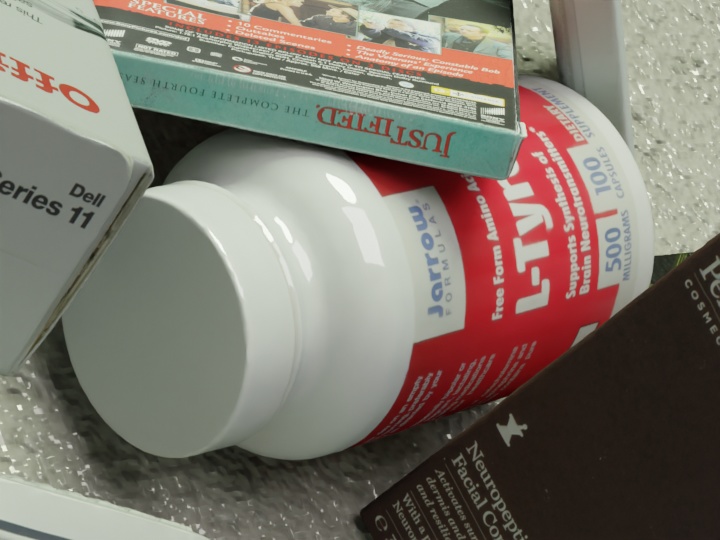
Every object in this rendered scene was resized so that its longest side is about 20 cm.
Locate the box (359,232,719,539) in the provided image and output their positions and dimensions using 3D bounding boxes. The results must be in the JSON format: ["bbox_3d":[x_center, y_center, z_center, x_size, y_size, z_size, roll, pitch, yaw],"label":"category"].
[{"bbox_3d":[0.099,0.071,0.918,0.075,0.200,0.100,-13,69,-46],"label":"box"}]

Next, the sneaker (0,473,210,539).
[{"bbox_3d":[-0.139,0.079,0.752,0.200,0.078,0.080,21,85,-22],"label":"sneaker"}]

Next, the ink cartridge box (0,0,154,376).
[{"bbox_3d":[-0.156,-0.073,0.839,0.146,0.083,0.200,25,21,-27],"label":"ink cartridge box"}]

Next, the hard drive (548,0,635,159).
[{"bbox_3d":[0.085,-0.100,1.070,0.026,0.200,0.132,-7,53,5],"label":"hard drive"}]

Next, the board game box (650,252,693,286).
[{"bbox_3d":[0.143,0.080,1.044,0.105,0.023,0.200,-7,58,-38],"label":"board game box"}]

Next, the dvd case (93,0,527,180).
[{"bbox_3d":[-0.018,-0.088,0.978,0.145,0.022,0.200,11,24,-3],"label":"dvd case"}]

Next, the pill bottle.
[{"bbox_3d":[0.000,0.000,0.954,0.200,0.112,0.112,-15,70,-47],"label":"pill bottle"}]
